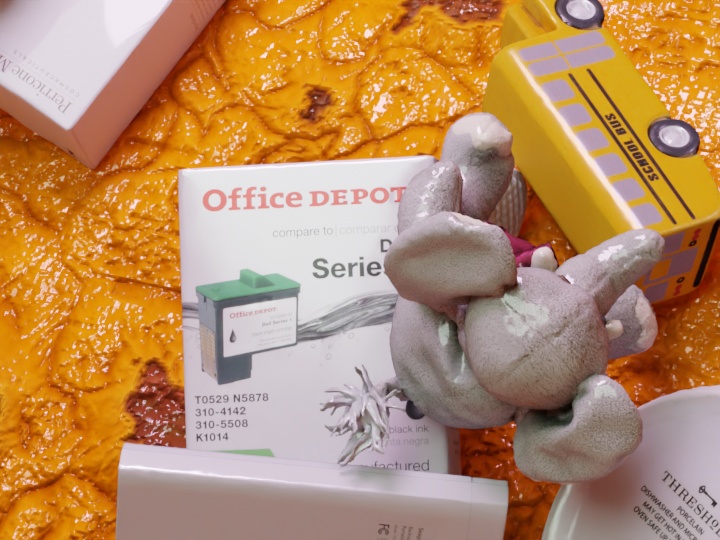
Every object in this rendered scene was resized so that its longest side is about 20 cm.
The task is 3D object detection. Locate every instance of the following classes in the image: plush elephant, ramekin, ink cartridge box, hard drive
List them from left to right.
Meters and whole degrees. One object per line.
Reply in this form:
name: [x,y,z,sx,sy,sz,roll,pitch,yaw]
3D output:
hard drive: [-0.029,0.153,1.562,0.199,0.132,0.027,5,40,-1]
ink cartridge box: [-0.022,0.041,1.613,0.145,0.084,0.202,-3,86,6]
plush elephant: [0.084,0.022,1.501,0.200,0.165,0.155,-43,17,-28]
ramekin: [0.180,0.151,1.513,0.201,0.094,0.204,-20,54,30]

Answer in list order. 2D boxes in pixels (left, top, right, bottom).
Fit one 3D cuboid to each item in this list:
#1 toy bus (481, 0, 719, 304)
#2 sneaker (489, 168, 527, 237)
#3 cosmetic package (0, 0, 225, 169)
toy bus: [0.131,-0.074,1.681,0.078,0.065,0.200,-17,53,-23]
sneaker: [0.000,0.000,1.708,0.114,0.073,0.201,36,80,36]
cosmetic package: [-0.150,-0.176,1.847,0.101,0.071,0.200,33,79,16]
